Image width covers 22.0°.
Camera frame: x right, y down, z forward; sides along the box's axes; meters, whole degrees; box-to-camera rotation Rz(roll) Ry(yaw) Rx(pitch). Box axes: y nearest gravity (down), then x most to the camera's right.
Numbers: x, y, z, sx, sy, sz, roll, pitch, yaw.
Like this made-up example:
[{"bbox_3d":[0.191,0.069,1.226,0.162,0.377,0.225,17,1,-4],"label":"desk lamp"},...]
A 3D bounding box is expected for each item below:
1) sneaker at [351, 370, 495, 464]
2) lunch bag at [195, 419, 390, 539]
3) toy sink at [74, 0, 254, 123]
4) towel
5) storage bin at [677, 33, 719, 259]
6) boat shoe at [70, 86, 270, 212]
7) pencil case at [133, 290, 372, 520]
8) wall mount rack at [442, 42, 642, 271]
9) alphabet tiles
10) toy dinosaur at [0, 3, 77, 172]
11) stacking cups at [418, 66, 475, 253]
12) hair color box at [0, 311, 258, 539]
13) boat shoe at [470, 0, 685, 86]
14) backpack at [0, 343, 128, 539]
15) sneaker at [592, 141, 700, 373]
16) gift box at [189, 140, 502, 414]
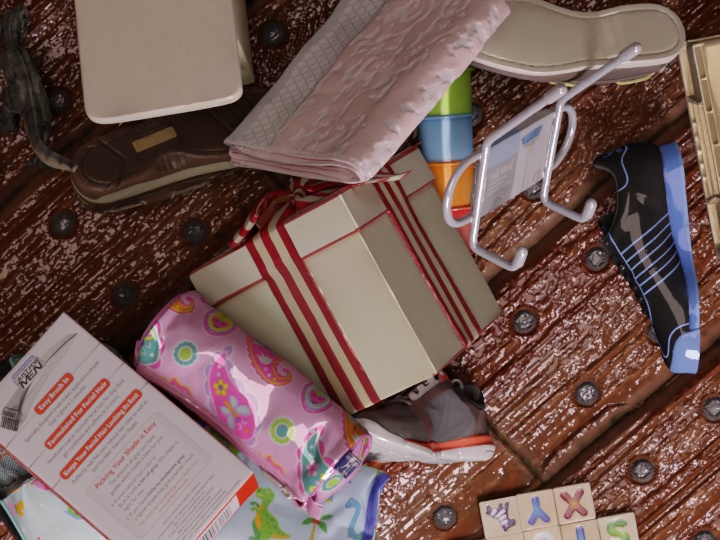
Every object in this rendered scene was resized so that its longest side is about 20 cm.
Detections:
[{"bbox_3d":[0.042,0.119,1.555,0.077,0.200,0.082,-6,80,31],"label":"sneaker"},{"bbox_3d":[-0.074,0.213,1.555,0.169,0.200,0.128,16,67,1],"label":"lunch bag"},{"bbox_3d":[-0.162,-0.207,1.545,0.130,0.112,0.201,-10,73,3],"label":"toy sink"},{"bbox_3d":[0.001,-0.154,1.503,0.200,0.191,0.032,-52,125,-21],"label":"towel"},{"bbox_3d":[0.386,-0.115,1.554,0.199,0.094,0.200,-11,94,3],"label":"storage bin"},{"bbox_3d":[-0.153,-0.101,1.599,0.201,0.075,0.075,-16,67,-14],"label":"boat shoe"},{"bbox_3d":[-0.084,0.104,1.447,0.200,0.087,0.088,39,95,11],"label":"pencil case"},{"bbox_3d":[0.152,-0.101,1.506,0.074,0.200,0.174,26,126,27],"label":"wall mount rack"},{"bbox_3d":[0.171,0.292,1.636,0.166,0.006,0.201,-11,93,3],"label":"alphabet tiles"},{"bbox_3d":[-0.283,-0.135,1.583,0.047,0.088,0.201,-9,56,-24],"label":"toy dinosaur"},{"bbox_3d":[0.072,-0.114,1.594,0.060,0.061,0.201,-2,99,3],"label":"stacking cups"},{"bbox_3d":[-0.189,0.140,1.435,0.200,0.064,0.111,39,76,12],"label":"hair color box"},{"bbox_3d":[0.169,-0.187,1.559,0.199,0.060,0.072,-3,71,-10],"label":"boat shoe"},{"bbox_3d":[-0.238,0.162,1.561,0.153,0.176,0.201,-26,86,6],"label":"backpack"},{"bbox_3d":[0.245,-0.009,1.584,0.077,0.070,0.201,-7,87,6],"label":"sneaker"},{"bbox_3d":[0.000,0.000,1.524,0.200,0.185,0.187,-29,94,25],"label":"gift box"}]
